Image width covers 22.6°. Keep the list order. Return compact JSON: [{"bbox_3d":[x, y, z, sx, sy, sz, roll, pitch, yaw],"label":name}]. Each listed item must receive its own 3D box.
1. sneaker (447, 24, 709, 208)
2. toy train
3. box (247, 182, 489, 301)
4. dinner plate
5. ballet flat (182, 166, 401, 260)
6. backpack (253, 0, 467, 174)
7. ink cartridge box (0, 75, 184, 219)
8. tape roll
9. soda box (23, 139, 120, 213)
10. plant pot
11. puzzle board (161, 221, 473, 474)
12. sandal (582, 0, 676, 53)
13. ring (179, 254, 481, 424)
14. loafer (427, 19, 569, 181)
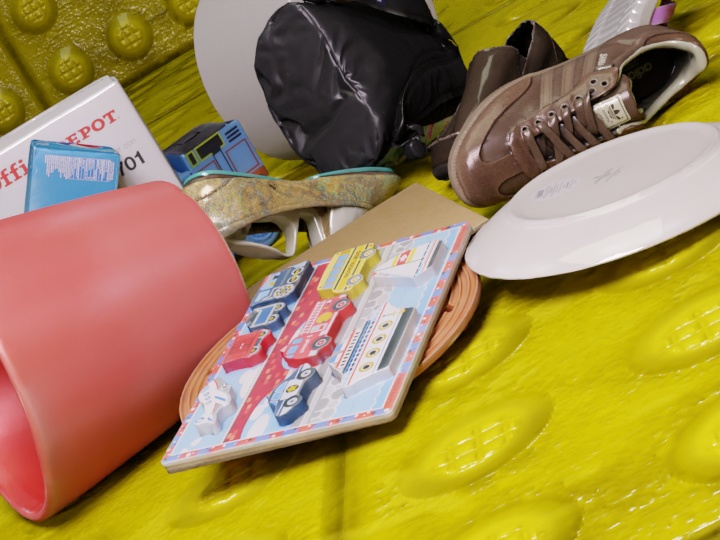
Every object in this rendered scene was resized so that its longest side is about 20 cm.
[{"bbox_3d":[0.149,-0.111,1.229,0.200,0.071,0.075,-36,16,-16],"label":"sneaker"},{"bbox_3d":[-0.156,-0.037,1.508,0.200,0.115,0.086,-39,16,-32],"label":"toy train"},{"bbox_3d":[0.000,0.000,1.251,0.163,0.021,0.200,-33,14,-5],"label":"box"},{"bbox_3d":[0.152,-0.049,1.063,0.199,0.024,0.200,-23,15,6],"label":"dinner plate"},{"bbox_3d":[-0.048,-0.041,1.374,0.199,0.071,0.071,-3,-6,-38],"label":"ballet flat"},{"bbox_3d":[0.005,-0.159,1.506,0.126,0.168,0.200,-27,-1,31],"label":"backpack"},{"bbox_3d":[-0.198,-0.027,1.382,0.146,0.201,0.086,-32,14,-4],"label":"ink cartridge box"},{"bbox_3d":[-0.039,-0.218,1.707,0.139,0.203,0.203,-16,20,44],"label":"tape roll"},{"bbox_3d":[-0.215,0.009,1.304,0.064,0.201,0.068,5,7,-13],"label":"soda box"},{"bbox_3d":[-0.178,0.039,1.185,0.177,0.201,0.200,-26,11,-26],"label":"plant pot"},{"bbox_3d":[-0.023,0.039,1.062,0.150,0.017,0.200,-16,26,26],"label":"puzzle board"},{"bbox_3d":[0.213,-0.181,1.392,0.082,0.050,0.203,-37,18,47],"label":"sandal"},{"bbox_3d":[-0.017,0.047,1.084,0.199,0.019,0.201,-24,23,11],"label":"ring"},{"bbox_3d":[0.100,-0.135,1.405,0.073,0.072,0.200,-20,18,37],"label":"loafer"}]
